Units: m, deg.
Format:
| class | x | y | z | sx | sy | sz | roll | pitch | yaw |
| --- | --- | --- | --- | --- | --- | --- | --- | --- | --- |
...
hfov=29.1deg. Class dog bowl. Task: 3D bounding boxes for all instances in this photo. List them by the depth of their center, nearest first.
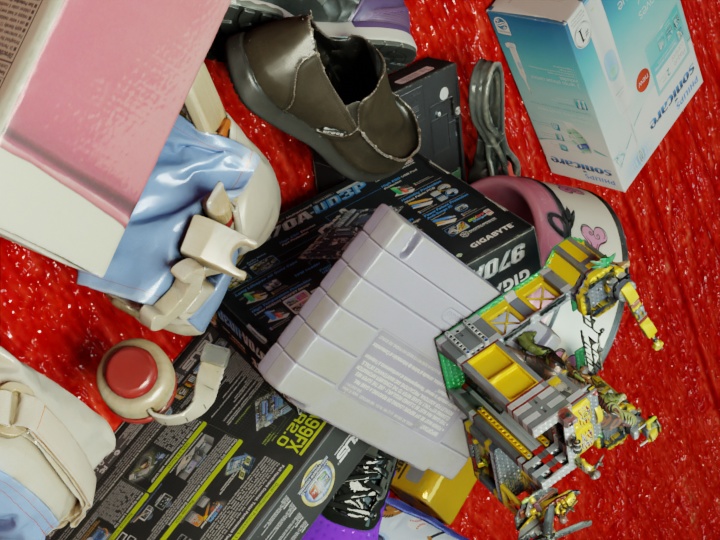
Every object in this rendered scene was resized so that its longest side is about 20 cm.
| class | x | y | z | sx | sy | sz | roll | pitch | yaw |
| --- | --- | --- | --- | --- | --- | --- | --- | --- | --- |
| dog bowl | 0.104 | 0.019 | 1.041 | 0.073 | 0.200 | 0.202 | 24 | 86 | -30 |

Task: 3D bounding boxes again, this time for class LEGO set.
| class | x | y | z | sx | sy | sz | roll | pitch | yaw |
| --- | --- | --- | --- | --- | --- | --- | --- | --- | --- |
| LEGO set | 0.138 | 0.092 | 0.878 | 0.153 | 0.116 | 0.201 | -25 | 133 | -22 |

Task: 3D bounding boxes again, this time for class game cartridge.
| class | x | y | z | sx | sy | sz | roll | pitch | yaw |
| --- | --- | --- | --- | --- | --- | --- | --- | --- | --- |
| game cartridge | 0.034 | 0.052 | 0.876 | 0.130 | 0.038 | 0.200 | -49 | 137 | 7 |

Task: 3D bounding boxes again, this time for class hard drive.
| class | x | y | z | sx | sy | sz | roll | pitch | yaw |
| --- | --- | --- | --- | --- | --- | --- | --- | --- | --- |
| hard drive | 0.028 | -0.051 | 1.094 | 0.139 | 0.038 | 0.202 | -31 | 125 | -37 |

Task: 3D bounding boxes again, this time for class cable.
| class | x | y | z | sx | sy | sz | roll | pitch | yaw |
| --- | --- | --- | --- | --- | --- | --- | --- | --- | --- |
| cable | 0.118 | -0.094 | 1.136 | 0.097 | 0.050 | 0.201 | -52 | 155 | -39 |

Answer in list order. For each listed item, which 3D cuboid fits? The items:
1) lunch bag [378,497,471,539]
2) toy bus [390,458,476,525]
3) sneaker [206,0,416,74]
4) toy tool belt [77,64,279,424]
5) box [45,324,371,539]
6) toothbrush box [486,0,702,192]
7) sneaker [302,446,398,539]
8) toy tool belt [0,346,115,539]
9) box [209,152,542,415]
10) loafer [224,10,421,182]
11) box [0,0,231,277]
| class | x | y | z | sx | sy | sz | roll | pitch | yaw |
| --- | --- | --- | --- | --- | --- | --- | --- | --- | --- |
| lunch bag | 0.000 | 0.276 | 1.090 | 0.123 | 0.169 | 0.202 | 8 | 100 | -54 |
| toy bus | 0.089 | 0.109 | 1.193 | 0.201 | 0.078 | 0.065 | -58 | 138 | -15 |
| sneaker | -0.052 | -0.189 | 0.944 | 0.199 | 0.075 | 0.088 | 4 | 73 | -41 |
| toy tool belt | -0.122 | -0.017 | 0.846 | 0.123 | 0.124 | 0.202 | 80 | 26 | -70 |
| box | -0.103 | 0.141 | 0.927 | 0.200 | 0.159 | 0.044 | -52 | 137 | -22 |
| toothbrush box | 0.208 | -0.193 | 1.207 | 0.147 | 0.085 | 0.201 | -51 | 137 | -22 |
| sneaker | -0.006 | 0.147 | 1.030 | 0.100 | 0.069 | 0.201 | 120 | -13 | -47 |
| toy tool belt | -0.238 | 0.101 | 0.790 | 0.200 | 0.124 | 0.124 | 45 | 62 | -46 |
| box | 0.000 | 0.000 | 0.953 | 0.199 | 0.159 | 0.046 | -29 | 126 | -19 |
| loafer | -0.007 | -0.114 | 0.925 | 0.199 | 0.071 | 0.074 | 17 | 53 | -58 |
| box | -0.173 | -0.117 | 0.772 | 0.109 | 0.127 | 0.201 | 30 | 83 | -50 |
